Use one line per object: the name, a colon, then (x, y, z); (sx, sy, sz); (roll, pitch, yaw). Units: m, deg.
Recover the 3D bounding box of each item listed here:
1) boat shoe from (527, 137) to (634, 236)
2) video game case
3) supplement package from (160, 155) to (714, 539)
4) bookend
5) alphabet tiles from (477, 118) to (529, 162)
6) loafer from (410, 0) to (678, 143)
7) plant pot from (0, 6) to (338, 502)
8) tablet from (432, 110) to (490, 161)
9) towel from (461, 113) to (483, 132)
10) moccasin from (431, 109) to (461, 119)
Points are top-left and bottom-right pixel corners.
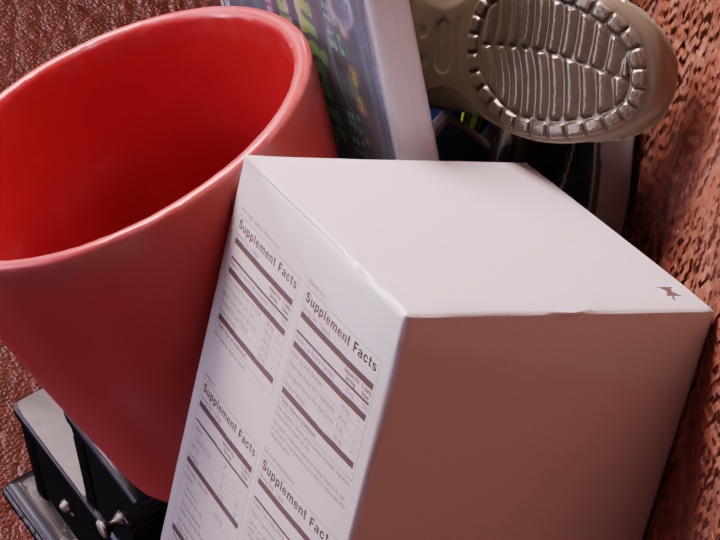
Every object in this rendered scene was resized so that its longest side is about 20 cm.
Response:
boat shoe: (0.088, -0.010, 1.010); (0.069, 0.056, 0.201); (-147, 67, -79)
video game case: (-0.015, -0.078, 1.020); (0.182, 0.023, 0.201); (38, 147, 52)
supplement package: (0.025, 0.073, 0.902); (0.151, 0.151, 0.201); (44, 127, 50)
bookend: (-0.128, 0.112, 1.171); (0.199, 0.092, 0.201); (47, 154, 33)
alphabet tiles: (0.077, -0.090, 1.290); (0.200, 0.007, 0.168); (134, 145, -73)
loafer: (0.076, -0.101, 0.970); (0.199, 0.068, 0.076); (16, 106, 48)
plant pot: (-0.086, 0.001, 1.007); (0.201, 0.199, 0.178); (-95, -16, -55)
tablet: (0.000, 0.000, 1.176); (0.200, 0.014, 0.130); (-54, -14, 5)
towel: (0.054, -0.086, 1.347); (0.201, 0.018, 0.086); (110, 165, -44)
moccasin: (0.033, -0.078, 1.264); (0.068, 0.080, 0.201); (-46, -23, -75)
